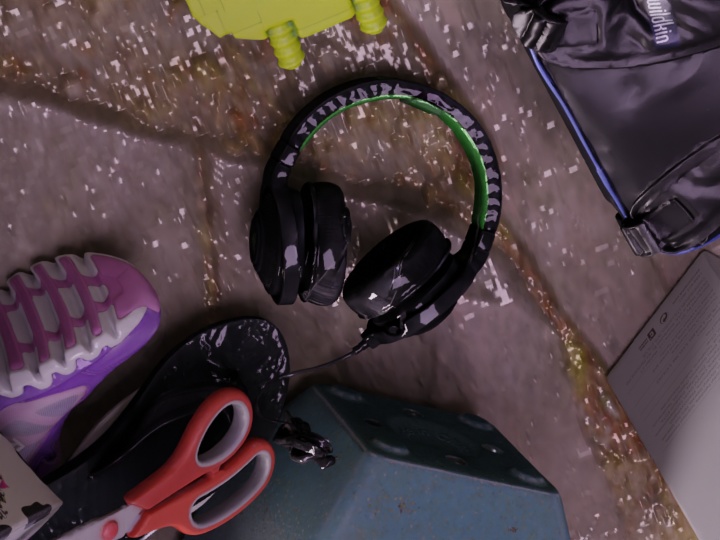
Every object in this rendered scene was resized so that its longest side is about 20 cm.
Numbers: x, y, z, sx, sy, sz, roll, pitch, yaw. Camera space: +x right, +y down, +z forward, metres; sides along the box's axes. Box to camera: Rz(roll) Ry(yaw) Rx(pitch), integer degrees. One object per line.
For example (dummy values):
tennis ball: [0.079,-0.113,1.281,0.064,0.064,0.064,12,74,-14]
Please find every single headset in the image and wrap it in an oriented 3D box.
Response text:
headset: [0.000,0.000,1.256,0.123,0.094,0.201,22,94,-15]

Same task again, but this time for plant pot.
plant pot: [0.009,0.178,1.329,0.195,0.196,0.201,13,102,-21]

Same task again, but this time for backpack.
backpack: [0.180,-0.136,1.207,0.199,0.147,0.183,-29,122,7]

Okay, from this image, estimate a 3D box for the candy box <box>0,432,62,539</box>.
candy box: [-0.246,0.068,1.167,0.061,0.136,0.200,-44,84,12]

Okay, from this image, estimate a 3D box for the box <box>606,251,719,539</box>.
box: [0.235,0.098,1.328,0.124,0.200,0.098,27,110,-26]

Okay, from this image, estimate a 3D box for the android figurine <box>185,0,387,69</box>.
android figurine: [-0.045,-0.191,1.180,0.181,0.041,0.201,-21,121,-2]

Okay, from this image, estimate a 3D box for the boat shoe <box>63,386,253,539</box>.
boat shoe: [-0.138,0.121,1.325,0.200,0.062,0.073,-46,105,-8]

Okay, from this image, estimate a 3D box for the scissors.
scissors: [-0.115,0.129,1.213,0.200,0.014,0.073,-37,135,-34]

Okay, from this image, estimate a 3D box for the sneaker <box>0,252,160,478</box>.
sneaker: [-0.180,0.070,1.279,0.200,0.081,0.088,-34,129,12]

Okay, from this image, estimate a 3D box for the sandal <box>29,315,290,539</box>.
sandal: [-0.105,0.104,1.272,0.200,0.048,0.075,-43,114,-18]
